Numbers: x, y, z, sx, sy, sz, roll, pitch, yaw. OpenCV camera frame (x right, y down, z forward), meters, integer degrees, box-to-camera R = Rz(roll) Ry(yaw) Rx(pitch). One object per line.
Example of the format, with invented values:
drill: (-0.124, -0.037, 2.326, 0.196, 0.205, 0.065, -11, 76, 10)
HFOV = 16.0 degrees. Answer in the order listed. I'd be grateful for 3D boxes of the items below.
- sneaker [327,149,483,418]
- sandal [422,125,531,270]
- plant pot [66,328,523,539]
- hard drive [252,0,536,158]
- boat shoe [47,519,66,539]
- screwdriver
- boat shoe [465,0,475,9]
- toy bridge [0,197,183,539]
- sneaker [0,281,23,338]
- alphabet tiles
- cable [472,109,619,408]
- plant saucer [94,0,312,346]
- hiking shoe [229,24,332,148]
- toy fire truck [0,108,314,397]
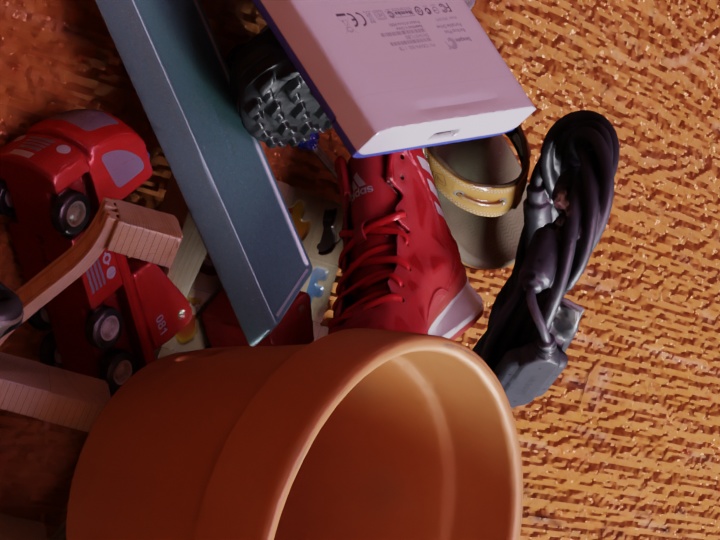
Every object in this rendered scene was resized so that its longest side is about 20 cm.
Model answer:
sneaker: (0.000, 0.000, 1.310, 0.200, 0.078, 0.116, -51, 123, -71)
sandal: (0.066, -0.070, 1.450, 0.080, 0.054, 0.200, -53, 141, -28)
plant pot: (-0.037, 0.116, 1.162, 0.200, 0.140, 0.200, -19, 114, -50)
hard drive: (-0.011, -0.146, 1.209, 0.025, 0.200, 0.132, -42, 163, 34)
boat shoe: (-0.122, 0.145, 1.236, 0.200, 0.072, 0.065, -50, 176, -30)
screwdriver: (-0.017, -0.060, 1.356, 0.200, 0.029, 0.028, 46, 66, -48)
boat shoe: (0.058, -0.230, 1.348, 0.074, 0.065, 0.202, -21, 118, -69)
toy bridge: (-0.148, 0.055, 1.174, 0.067, 0.027, 0.200, 16, 115, -20)
sneaker: (-0.197, 0.053, 1.078, 0.076, 0.114, 0.199, -30, 129, -43)
alphabet tiles: (-0.046, 0.039, 1.381, 0.200, 0.008, 0.167, 18, 89, -56)
cable: (0.093, 0.001, 1.417, 0.200, 0.051, 0.163, 112, -7, -67)
plant saucer: (-0.072, -0.065, 1.223, 0.200, 0.019, 0.070, 68, 28, -22)
hiking shoe: (-0.023, -0.115, 1.270, 0.087, 0.074, 0.200, 60, 20, 5)
toy fire truck: (-0.097, -0.004, 1.244, 0.141, 0.049, 0.200, -41, 132, -37)
